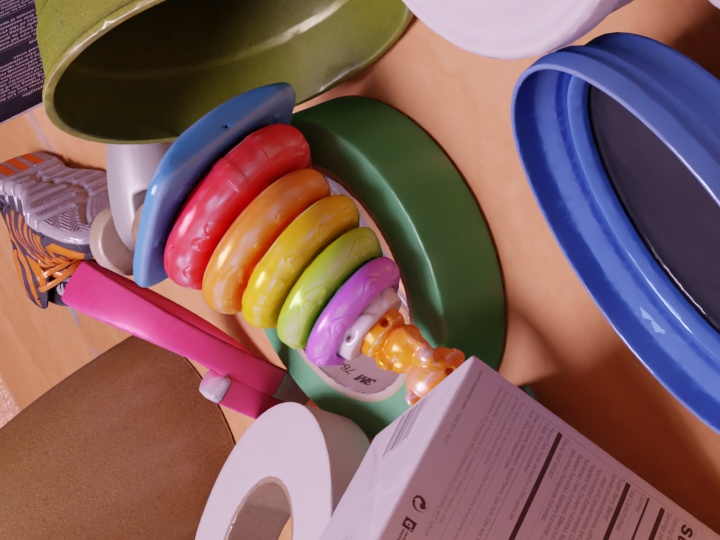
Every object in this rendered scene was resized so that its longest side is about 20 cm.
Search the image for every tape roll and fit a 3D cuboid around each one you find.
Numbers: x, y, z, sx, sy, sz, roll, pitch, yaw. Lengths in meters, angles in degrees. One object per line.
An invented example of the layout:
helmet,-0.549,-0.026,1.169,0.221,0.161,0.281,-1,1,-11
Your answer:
tape roll,0.000,0.000,0.906,0.200,0.048,0.202,32,134,40
tape roll,-0.051,0.180,0.911,0.203,0.037,0.204,-44,37,46

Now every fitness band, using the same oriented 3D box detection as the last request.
fitness band,-0.111,0.050,0.999,0.143,0.038,0.200,28,177,28

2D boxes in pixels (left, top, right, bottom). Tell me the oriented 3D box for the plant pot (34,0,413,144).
plant pot,-0.094,-0.197,0.811,0.200,0.199,0.194,-39,65,56

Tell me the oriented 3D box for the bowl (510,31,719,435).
bowl,0.139,-0.011,0.647,0.201,0.039,0.201,54,169,15

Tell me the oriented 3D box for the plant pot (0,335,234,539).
plant pot,-0.221,0.171,1.187,0.186,0.199,0.188,31,132,41

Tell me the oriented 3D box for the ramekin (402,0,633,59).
ramekin,0.076,-0.196,0.624,0.202,0.094,0.204,37,137,44

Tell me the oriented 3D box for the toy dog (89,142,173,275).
toy dog,-0.121,-0.087,1.009,0.132,0.096,0.201,36,124,49

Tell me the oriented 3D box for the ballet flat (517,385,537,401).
ballet flat,0.064,0.122,0.890,0.070,0.067,0.200,41,147,-6

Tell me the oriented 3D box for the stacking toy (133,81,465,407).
stacking toy,-0.018,0.007,0.822,0.200,0.116,0.110,39,146,14

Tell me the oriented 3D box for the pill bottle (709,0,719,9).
pill bottle,0.168,-0.154,0.517,0.109,0.109,0.201,24,129,46

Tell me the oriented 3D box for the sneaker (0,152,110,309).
sneaker,-0.225,-0.019,1.201,0.200,0.077,0.113,31,138,56

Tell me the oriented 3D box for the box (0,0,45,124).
box,-0.271,-0.207,1.064,0.149,0.104,0.200,59,165,10

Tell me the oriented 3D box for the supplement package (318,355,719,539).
supplement package,0.085,0.162,0.752,0.199,0.120,0.121,36,145,-6
